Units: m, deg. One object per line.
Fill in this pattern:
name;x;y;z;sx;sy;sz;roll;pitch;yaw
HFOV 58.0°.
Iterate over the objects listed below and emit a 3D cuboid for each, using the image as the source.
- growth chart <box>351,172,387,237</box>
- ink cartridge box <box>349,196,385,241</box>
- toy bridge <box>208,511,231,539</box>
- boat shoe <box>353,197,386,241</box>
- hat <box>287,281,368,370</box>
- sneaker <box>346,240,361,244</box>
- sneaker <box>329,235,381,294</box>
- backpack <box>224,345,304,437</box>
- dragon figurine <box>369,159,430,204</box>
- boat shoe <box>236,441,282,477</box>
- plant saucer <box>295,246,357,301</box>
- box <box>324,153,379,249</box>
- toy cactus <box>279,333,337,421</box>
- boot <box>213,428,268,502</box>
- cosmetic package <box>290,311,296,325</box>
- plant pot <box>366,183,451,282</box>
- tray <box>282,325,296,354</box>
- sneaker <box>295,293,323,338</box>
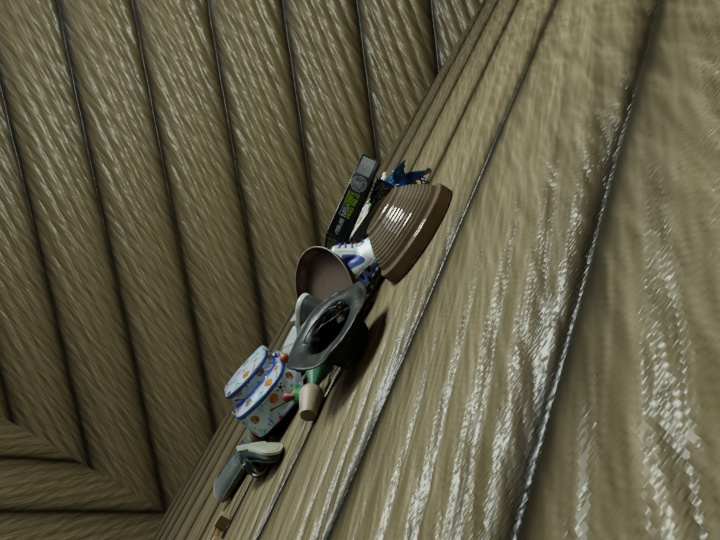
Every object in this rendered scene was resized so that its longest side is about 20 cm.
growth chart;0.008;-0.147;1.633;0.201;0.018;0.145;-56;8;27
ink cartridge box;0.049;-0.132;1.658;0.138;0.076;0.200;-62;6;-29
toy bridge;-0.300;0.565;1.301;0.068;0.027;0.200;-59;6;8
boat shoe;0.060;-0.115;1.474;0.067;0.073;0.200;-19;-15;-43
hat;-0.038;0.117;1.108;0.200;0.081;0.201;-37;20;16
sneaker;0.000;0.000;1.485;0.201;0.077;0.076;110;146;-60
sneaker;0.000;-0.037;1.345;0.201;0.114;0.080;-57;-13;7
backpack;-0.211;0.272;1.459;0.201;0.153;0.190;-53;22;-3
dragon figurine;0.097;-0.214;1.513;0.201;0.099;0.059;-53;3;-31
boat shoe;-0.199;0.381;1.309;0.200;0.071;0.069;149;117;-61
plant saucer;-0.063;0.047;1.338;0.034;0.202;0.201;-17;-23;-40
box;-0.023;-0.138;1.460;0.160;0.044;0.203;112;-178;-76
toy cactus;-0.092;0.199;1.207;0.200;0.102;0.166;-44;22;30
boot;-0.287;0.449;1.614;0.202;0.072;0.182;-63;3;18
cosmetic package;-0.080;0.062;1.605;0.101;0.074;0.201;-17;35;54
plant pot;0.075;-0.087;1.194;0.203;0.092;0.201;-57;8;12
tray;-0.135;0.158;1.675;0.199;0.022;0.108;-26;30;44
sneaker;-0.072;0.145;1.304;0.071;0.098;0.203;-45;-39;-46
